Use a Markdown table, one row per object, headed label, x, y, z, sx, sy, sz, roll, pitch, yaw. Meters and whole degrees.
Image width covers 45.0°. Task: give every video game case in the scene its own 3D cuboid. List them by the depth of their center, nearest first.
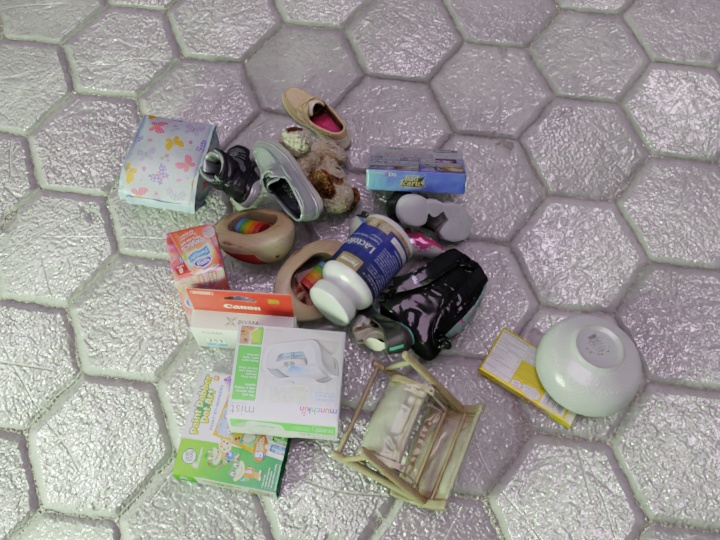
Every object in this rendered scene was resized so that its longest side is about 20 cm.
| label | x | y | z | sx | sy | sz | roll | pitch | yaw |
| --- | --- | --- | --- | --- | --- | --- | --- | --- | --- |
| video game case | 0.113 | -0.206 | 1.775 | 0.196 | 0.046 | 0.182 | 3 | 22 | 3 |

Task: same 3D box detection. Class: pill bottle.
| label | x | y | z | sx | sy | sz | roll | pitch | yaw |
| --- | --- | --- | --- | --- | --- | --- | --- | --- | --- |
| pill bottle | 0.000 | 0.000 | 1.629 | 0.115 | 0.116 | 0.200 | 33 | 63 | 16 |

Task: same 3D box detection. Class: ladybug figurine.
| label | x | y | z | sx | sy | sz | roll | pitch | yaw |
| --- | --- | --- | --- | --- | --- | --- | --- | --- | --- |
| ladybug figurine | -0.088 | 0.022 | 1.696 | 0.199 | 0.072 | 0.136 | -39 | 87 | -24 |
| ladybug figurine | -0.207 | -0.065 | 1.714 | 0.198 | 0.073 | 0.135 | 16 | 43 | 43 |

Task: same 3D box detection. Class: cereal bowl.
| label | x | y | z | sx | sy | sz | roll | pitch | yaw |
| --- | --- | --- | --- | --- | --- | --- | --- | --- | --- |
| cereal bowl | 0.428 | 0.163 | 1.604 | 0.196 | 0.084 | 0.203 | 4 | 55 | -5 |

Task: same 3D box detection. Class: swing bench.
| label | x | y | z | sx | sy | sz | roll | pitch | yaw |
| --- | --- | --- | --- | --- | --- | --- | --- | --- | --- |
| swing bench | 0.088 | 0.285 | 1.534 | 0.199 | 0.129 | 0.201 | 35 | 64 | -16 |

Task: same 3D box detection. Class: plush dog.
| label | x | y | z | sx | sy | sz | roll | pitch | yaw |
| --- | --- | --- | --- | --- | --- | --- | --- | --- | --- |
| plush dog | -0.087 | -0.180 | 1.770 | 0.171 | 0.199 | 0.162 | 40 | 103 | 28 |

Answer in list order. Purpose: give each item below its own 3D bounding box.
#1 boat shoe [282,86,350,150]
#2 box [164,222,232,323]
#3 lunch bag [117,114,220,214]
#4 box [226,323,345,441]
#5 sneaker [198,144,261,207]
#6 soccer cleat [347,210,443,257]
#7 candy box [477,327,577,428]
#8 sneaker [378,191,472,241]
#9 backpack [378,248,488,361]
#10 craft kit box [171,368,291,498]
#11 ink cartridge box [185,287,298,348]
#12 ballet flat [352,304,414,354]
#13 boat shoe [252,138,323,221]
| label | x | y | z | sx | sy | sz | roll | pitch | yaw |
| --- | --- | --- | --- | --- | --- | --- | --- | --- | --- |
| boat shoe | -0.095 | -0.344 | 1.888 | 0.199 | 0.069 | 0.074 | 41 | 71 | 18 |
| box | -0.300 | 0.010 | 1.642 | 0.093 | 0.201 | 0.104 | -14 | 65 | -8 |
| lunch bag | -0.393 | -0.206 | 1.794 | 0.166 | 0.128 | 0.202 | 7 | 53 | 4 |
| box | -0.130 | 0.202 | 1.557 | 0.196 | 0.097 | 0.179 | 6 | 63 | -1 |
| sneaker | -0.265 | -0.214 | 1.746 | 0.076 | 0.113 | 0.201 | -48 | 35 | 18 |
| soccer cleat | 0.066 | -0.048 | 1.750 | 0.197 | 0.070 | 0.088 | 20 | 84 | 11 |
| candy box | 0.330 | 0.201 | 1.638 | 0.198 | 0.027 | 0.103 | 32 | 64 | 15 |
| sneaker | 0.130 | -0.118 | 1.756 | 0.113 | 0.198 | 0.077 | 28 | 100 | 54 |
| backpack | 0.146 | 0.055 | 1.658 | 0.200 | 0.127 | 0.167 | -42 | 82 | -19 |
| craft kit box | -0.223 | 0.296 | 1.590 | 0.194 | 0.049 | 0.203 | 7 | 64 | 7 |
| ink cartridge box | -0.218 | 0.096 | 1.613 | 0.196 | 0.177 | 0.045 | 4 | 63 | 3 |
| ballet flat | 0.025 | 0.108 | 1.608 | 0.068 | 0.199 | 0.069 | -25 | 109 | -19 |
| boat shoe | -0.154 | -0.176 | 1.681 | 0.201 | 0.070 | 0.071 | 50 | 38 | 15 |
